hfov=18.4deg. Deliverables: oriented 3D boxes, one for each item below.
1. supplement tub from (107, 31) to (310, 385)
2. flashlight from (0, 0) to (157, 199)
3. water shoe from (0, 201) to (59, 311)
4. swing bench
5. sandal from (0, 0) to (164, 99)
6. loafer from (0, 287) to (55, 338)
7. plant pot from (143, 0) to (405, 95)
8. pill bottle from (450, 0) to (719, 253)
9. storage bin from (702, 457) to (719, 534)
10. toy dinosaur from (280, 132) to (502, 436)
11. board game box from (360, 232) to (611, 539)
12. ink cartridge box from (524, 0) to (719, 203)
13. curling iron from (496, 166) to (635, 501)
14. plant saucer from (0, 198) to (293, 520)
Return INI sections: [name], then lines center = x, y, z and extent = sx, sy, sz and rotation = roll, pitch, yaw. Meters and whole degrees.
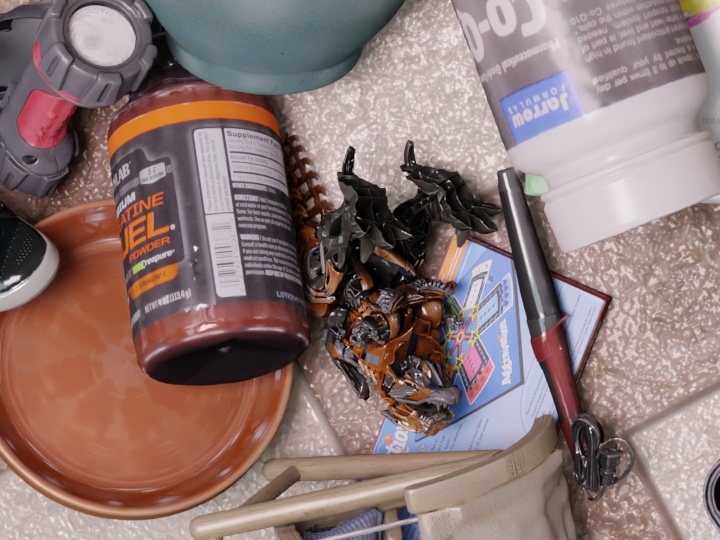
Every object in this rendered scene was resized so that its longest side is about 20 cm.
[supplement tub]
center = -0.094, -0.039, 1.324
extent = 0.106, 0.107, 0.201
rotation = -17, 70, 20
[flashlight]
center = -0.176, -0.099, 1.317
extent = 0.068, 0.200, 0.068
rotation = 23, 62, -11
[water shoe]
center = -0.272, -0.038, 1.323
extent = 0.199, 0.079, 0.072
rotation = 23, 63, 22
[swing bench]
center = 0.033, 0.208, 1.295
extent = 0.199, 0.130, 0.200
rotation = -10, 100, 23
[sandal]
center = -0.210, -0.137, 1.400
extent = 0.199, 0.043, 0.077
rotation = -9, 94, 19
[loafer]
center = -0.190, 0.050, 1.405
extent = 0.063, 0.072, 0.201
rotation = -35, 90, -22
[plant pot]
center = -0.052, -0.187, 1.278
extent = 0.199, 0.200, 0.135
rotation = 20, 129, 15
[pill bottle]
center = 0.115, -0.119, 1.165
extent = 0.113, 0.114, 0.201
rotation = -21, 88, 19
[storage bin]
center = 0.306, 0.115, 1.230
extent = 0.199, 0.094, 0.136
rotation = -35, 85, 20
[toy dinosaur]
center = 0.000, 0.000, 1.318
extent = 0.200, 0.102, 0.136
rotation = 42, 132, 10
[board game box]
center = 0.069, 0.088, 1.345
extent = 0.102, 0.019, 0.201
rotation = 24, 103, 13
[ink cartridge box]
center = 0.171, -0.141, 1.249
extent = 0.144, 0.087, 0.202
rotation = 4, 96, 19
[curling iron]
center = 0.117, 0.036, 1.296
extent = 0.049, 0.025, 0.201
rotation = -21, 85, 56
[plant saucer]
center = -0.141, 0.055, 1.353
extent = 0.199, 0.032, 0.202
rotation = 4, 69, -10
